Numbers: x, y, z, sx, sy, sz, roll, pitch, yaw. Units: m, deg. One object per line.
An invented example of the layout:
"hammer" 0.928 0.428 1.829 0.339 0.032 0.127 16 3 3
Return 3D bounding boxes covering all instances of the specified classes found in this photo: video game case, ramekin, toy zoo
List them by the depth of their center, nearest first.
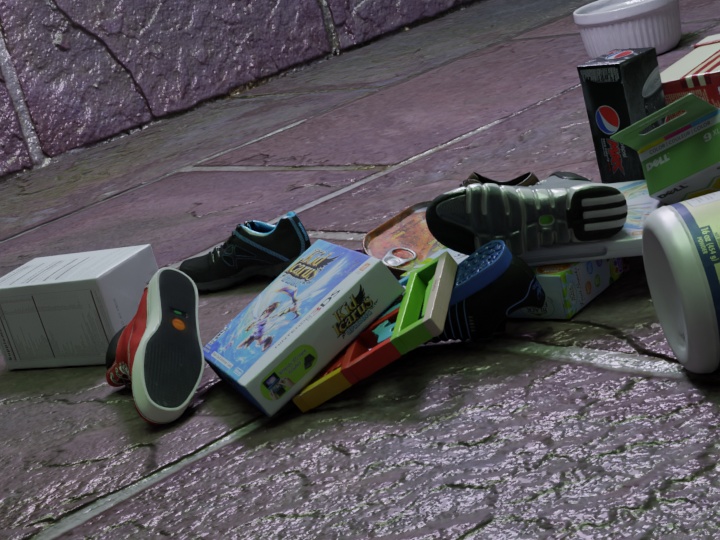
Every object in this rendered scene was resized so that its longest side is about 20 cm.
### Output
"toy zoo" 0.003 0.066 1.418 0.200 0.020 0.131 -32 19 24
"video game case" -0.065 0.052 1.478 0.181 0.045 0.200 -42 18 -10
"video game case" 0.225 -0.051 1.542 0.182 0.022 0.200 -6 19 17
"ramekin" 0.509 -0.459 2.750 0.199 0.105 0.200 -15 15 4

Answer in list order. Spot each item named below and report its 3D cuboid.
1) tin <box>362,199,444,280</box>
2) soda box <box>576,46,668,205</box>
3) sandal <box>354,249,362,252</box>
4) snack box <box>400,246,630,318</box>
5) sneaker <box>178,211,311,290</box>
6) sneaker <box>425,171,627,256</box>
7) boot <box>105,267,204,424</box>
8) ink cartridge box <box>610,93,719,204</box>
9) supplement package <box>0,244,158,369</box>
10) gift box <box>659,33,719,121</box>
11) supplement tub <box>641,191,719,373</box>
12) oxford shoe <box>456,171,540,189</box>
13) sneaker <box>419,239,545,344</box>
"tin" 0.080 -0.028 1.701 0.112 0.042 0.200 19 31 28
"soda box" 0.309 -0.148 1.659 0.071 0.201 0.063 -27 20 -36
"sandal" 0.005 0.000 1.721 0.202 0.050 0.082 -26 19 -35
"snack box" 0.164 0.002 1.550 0.199 0.053 0.142 -1 22 38
"sneaker" -0.153 -0.027 1.914 0.199 0.082 0.073 -11 18 22
"sneaker" 0.164 -0.061 1.484 0.199 0.075 0.116 -1 15 1
"boot" -0.230 0.112 1.551 0.144 0.072 0.200 -49 28 33
"ink cartridge box" 0.362 -0.111 1.521 0.104 0.060 0.200 -27 -29 37
"supplement package" -0.346 0.045 1.786 0.199 0.114 0.109 -5 20 33
"gift box" 0.469 -0.181 1.677 0.200 0.185 0.187 1 28 47
"supplement tub" 0.350 -0.006 1.221 0.199 0.146 0.145 -16 15 0
"oxford shoe" 0.132 -0.081 1.823 0.199 0.085 0.073 -15 17 9
"sneaker" 0.092 0.046 1.455 0.200 0.078 0.070 -31 23 37
